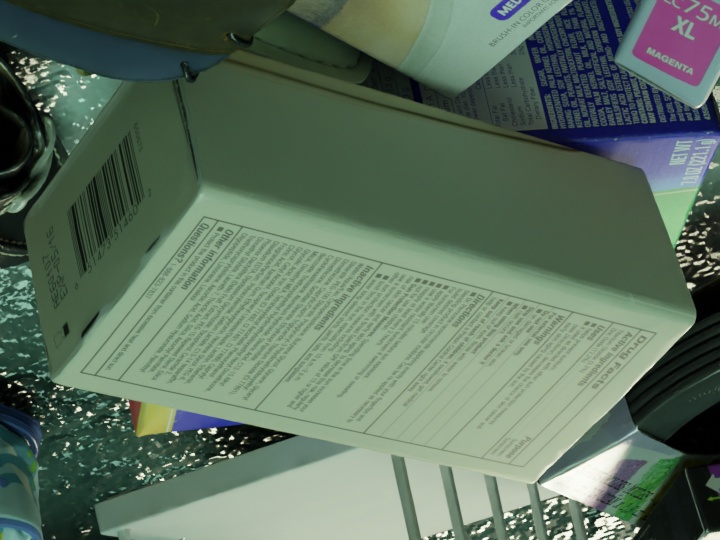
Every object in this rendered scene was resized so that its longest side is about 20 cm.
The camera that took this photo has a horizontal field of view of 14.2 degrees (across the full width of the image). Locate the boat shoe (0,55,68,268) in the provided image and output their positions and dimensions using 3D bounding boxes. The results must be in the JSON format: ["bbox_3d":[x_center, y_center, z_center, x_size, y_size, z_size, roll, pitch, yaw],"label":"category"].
[{"bbox_3d":[-0.140,-0.047,0.994,0.060,0.074,0.200,5,161,23],"label":"boat shoe"}]

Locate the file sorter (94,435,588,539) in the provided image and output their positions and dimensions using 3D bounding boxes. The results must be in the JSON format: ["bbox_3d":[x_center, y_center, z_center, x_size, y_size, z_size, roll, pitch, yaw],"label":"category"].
[{"bbox_3d":[0.009,0.144,1.194,0.138,0.125,0.200,-19,163,22],"label":"file sorter"}]

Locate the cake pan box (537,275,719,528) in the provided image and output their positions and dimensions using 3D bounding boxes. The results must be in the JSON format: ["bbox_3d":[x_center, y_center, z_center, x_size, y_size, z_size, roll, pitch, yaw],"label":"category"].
[{"bbox_3d":[0.185,0.050,1.210,0.184,0.053,0.200,-31,149,21],"label":"cake pan box"}]

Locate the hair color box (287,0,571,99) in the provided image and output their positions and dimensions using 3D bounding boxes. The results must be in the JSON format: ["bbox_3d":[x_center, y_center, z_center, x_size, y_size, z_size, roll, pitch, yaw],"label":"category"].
[{"bbox_3d":[-0.008,-0.141,0.916,0.199,0.065,0.109,26,130,-35],"label":"hair color box"}]

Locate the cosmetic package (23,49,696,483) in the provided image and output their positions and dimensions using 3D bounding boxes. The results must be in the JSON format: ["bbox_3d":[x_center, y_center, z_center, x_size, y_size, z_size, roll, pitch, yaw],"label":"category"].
[{"bbox_3d":[0.000,0.000,0.965,0.199,0.073,0.104,14,134,-34],"label":"cosmetic package"}]

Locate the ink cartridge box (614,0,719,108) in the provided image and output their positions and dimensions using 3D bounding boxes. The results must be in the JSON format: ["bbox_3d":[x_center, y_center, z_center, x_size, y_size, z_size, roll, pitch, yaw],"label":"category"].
[{"bbox_3d":[0.144,-0.160,0.912,0.042,0.120,0.200,28,137,2],"label":"ink cartridge box"}]

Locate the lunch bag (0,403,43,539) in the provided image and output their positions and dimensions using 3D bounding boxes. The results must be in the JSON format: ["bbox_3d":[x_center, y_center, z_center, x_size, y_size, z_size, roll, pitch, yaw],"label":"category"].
[{"bbox_3d":[-0.225,0.126,1.213,0.160,0.083,0.200,5,141,-19],"label":"lunch bag"}]

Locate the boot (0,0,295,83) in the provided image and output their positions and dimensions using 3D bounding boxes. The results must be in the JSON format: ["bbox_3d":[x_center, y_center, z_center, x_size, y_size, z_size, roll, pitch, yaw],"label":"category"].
[{"bbox_3d":[-0.034,-0.103,0.863,0.199,0.075,0.097,9,150,-11],"label":"boot"}]

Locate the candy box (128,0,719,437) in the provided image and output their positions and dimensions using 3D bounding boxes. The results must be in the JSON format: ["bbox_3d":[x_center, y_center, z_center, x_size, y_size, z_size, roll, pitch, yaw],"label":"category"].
[{"bbox_3d":[0.014,-0.022,1.069,0.199,0.077,0.169,-4,145,-14],"label":"candy box"}]

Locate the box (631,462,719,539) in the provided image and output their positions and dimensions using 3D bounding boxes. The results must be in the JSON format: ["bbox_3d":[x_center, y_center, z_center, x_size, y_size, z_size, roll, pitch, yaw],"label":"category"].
[{"bbox_3d":[0.211,0.116,1.254,0.199,0.036,0.143,-5,151,-19],"label":"box"}]

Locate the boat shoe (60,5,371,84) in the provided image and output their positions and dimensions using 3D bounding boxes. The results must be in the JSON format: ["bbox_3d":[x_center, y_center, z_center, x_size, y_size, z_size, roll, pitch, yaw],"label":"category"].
[{"bbox_3d":[-0.090,-0.100,0.945,0.201,0.072,0.061,26,129,-26],"label":"boat shoe"}]
